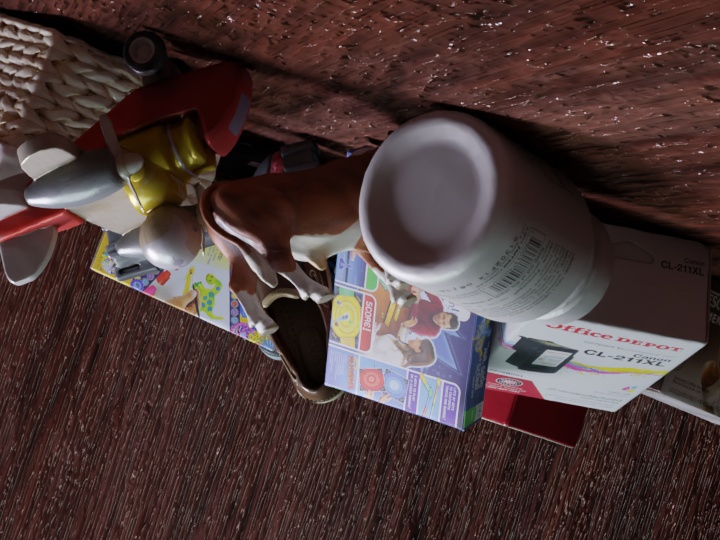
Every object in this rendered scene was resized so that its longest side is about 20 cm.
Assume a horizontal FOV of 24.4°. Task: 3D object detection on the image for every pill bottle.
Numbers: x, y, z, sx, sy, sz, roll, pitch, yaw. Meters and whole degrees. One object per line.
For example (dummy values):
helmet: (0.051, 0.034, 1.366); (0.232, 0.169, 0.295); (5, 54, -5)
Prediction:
pill bottle: (0.094, -0.026, 1.133); (0.113, 0.116, 0.199); (16, 176, 34)

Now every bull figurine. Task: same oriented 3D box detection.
bull figurine: (-0.015, -0.032, 1.169); (0.198, 0.123, 0.065); (-13, 159, -26)

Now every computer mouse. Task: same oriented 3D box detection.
computer mouse: (-0.107, -0.103, 1.545); (0.199, 0.046, 0.140); (28, -171, 21)

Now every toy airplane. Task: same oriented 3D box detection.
toy airplane: (-0.171, -0.052, 1.170); (0.199, 0.200, 0.142); (-24, -111, -41)

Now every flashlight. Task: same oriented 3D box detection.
flashlight: (-0.125, -0.056, 1.439); (0.197, 0.069, 0.068); (-15, -152, 5)

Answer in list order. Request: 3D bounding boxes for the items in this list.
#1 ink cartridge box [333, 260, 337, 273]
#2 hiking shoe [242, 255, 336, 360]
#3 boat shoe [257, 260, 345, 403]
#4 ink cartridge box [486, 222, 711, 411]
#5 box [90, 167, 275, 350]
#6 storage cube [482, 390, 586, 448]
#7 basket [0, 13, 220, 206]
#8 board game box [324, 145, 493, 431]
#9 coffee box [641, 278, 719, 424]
ink cartridge box: (0.000, 0.000, 1.502); (0.044, 0.178, 0.200); (17, 176, -1)
hiking shoe: (-0.040, 0.012, 1.765); (0.074, 0.201, 0.087); (38, 178, 17)
boat shoe: (-0.060, 0.017, 1.463); (0.074, 0.204, 0.075); (-25, 173, 8)
ink cartridge box: (0.178, 0.039, 1.344); (0.144, 0.084, 0.200); (11, 159, -9)
box: (-0.131, -0.033, 1.619); (0.191, 0.123, 0.200); (24, -168, 2)
storage cube: (0.190, 0.106, 2.121); (0.170, 0.182, 0.199); (15, 176, 40)
basket: (-0.217, -0.110, 1.316); (0.199, 0.125, 0.135); (20, 180, -42)
board game box: (0.043, 0.013, 1.332); (0.134, 0.203, 0.034); (16, -159, 28)
coffee box: (0.316, 0.073, 1.526); (0.199, 0.116, 0.079); (23, 174, -43)
